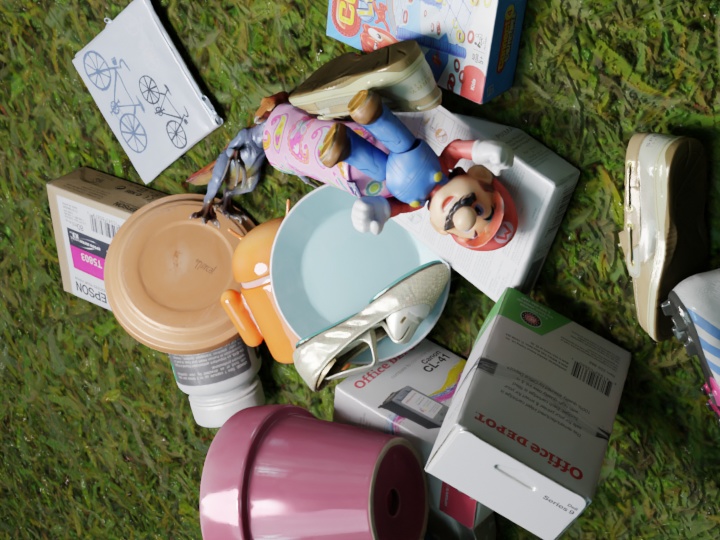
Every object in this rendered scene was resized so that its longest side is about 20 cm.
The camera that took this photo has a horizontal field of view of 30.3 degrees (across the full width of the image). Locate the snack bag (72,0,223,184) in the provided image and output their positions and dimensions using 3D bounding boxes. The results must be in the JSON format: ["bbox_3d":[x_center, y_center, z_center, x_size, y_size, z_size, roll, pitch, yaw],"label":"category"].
[{"bbox_3d":[-0.263,-0.224,1.629,0.199,0.021,0.190,-29,93,49],"label":"snack bag"}]

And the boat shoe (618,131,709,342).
[{"bbox_3d":[0.270,-0.033,1.203,0.066,0.073,0.202,29,130,45],"label":"boat shoe"}]

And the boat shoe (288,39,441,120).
[{"bbox_3d":[0.001,-0.174,1.302,0.200,0.073,0.063,-6,126,52],"label":"boat shoe"}]

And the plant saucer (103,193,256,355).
[{"bbox_3d":[-0.205,0.000,1.576,0.200,0.200,0.032,46,163,13],"label":"plant saucer"}]

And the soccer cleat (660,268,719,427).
[{"bbox_3d":[0.344,0.085,1.196,0.086,0.070,0.201,-27,116,6],"label":"soccer cleat"}]

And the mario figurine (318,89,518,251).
[{"bbox_3d":[0.064,-0.080,1.234,0.199,0.107,0.123,31,148,-15],"label":"mario figurine"}]

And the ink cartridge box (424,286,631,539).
[{"bbox_3d":[0.162,0.135,1.271,0.145,0.201,0.084,29,134,0],"label":"ink cartridge box"}]

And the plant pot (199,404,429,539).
[{"bbox_3d":[-0.036,0.235,1.350,0.177,0.200,0.202,-4,111,29],"label":"plant pot"}]

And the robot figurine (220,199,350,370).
[{"bbox_3d":[-0.072,0.024,1.520,0.143,0.116,0.202,-14,107,46],"label":"robot figurine"}]

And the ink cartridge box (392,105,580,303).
[{"bbox_3d":[0.110,-0.083,1.341,0.200,0.057,0.164,42,135,27],"label":"ink cartridge box"}]

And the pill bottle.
[{"bbox_3d":[-0.189,0.086,1.669,0.112,0.113,0.202,3,114,42],"label":"pill bottle"}]

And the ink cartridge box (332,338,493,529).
[{"bbox_3d":[0.087,0.167,1.428,0.199,0.147,0.086,28,130,28],"label":"ink cartridge box"}]

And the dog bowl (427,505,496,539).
[{"bbox_3d":[0.075,0.291,1.577,0.199,0.058,0.202,23,128,33],"label":"dog bowl"}]

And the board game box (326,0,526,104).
[{"bbox_3d":[0.065,-0.287,1.254,0.195,0.056,0.202,28,130,29],"label":"board game box"}]

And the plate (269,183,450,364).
[{"bbox_3d":[0.000,0.000,1.440,0.198,0.026,0.203,1,95,7],"label":"plate"}]

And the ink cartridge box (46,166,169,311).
[{"bbox_3d":[-0.315,-0.031,1.751,0.199,0.075,0.167,18,123,35],"label":"ink cartridge box"}]

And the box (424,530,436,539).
[{"bbox_3d":[-0.003,0.371,1.495,0.200,0.196,0.124,41,150,18],"label":"box"}]

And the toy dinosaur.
[{"bbox_3d":[-0.140,-0.138,1.518,0.200,0.104,0.183,39,117,34],"label":"toy dinosaur"}]

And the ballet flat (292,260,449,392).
[{"bbox_3d":[0.020,0.064,1.396,0.199,0.067,0.063,-33,67,17],"label":"ballet flat"}]

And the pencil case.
[{"bbox_3d":[-0.025,-0.122,1.373,0.199,0.087,0.088,26,131,54],"label":"pencil case"}]
